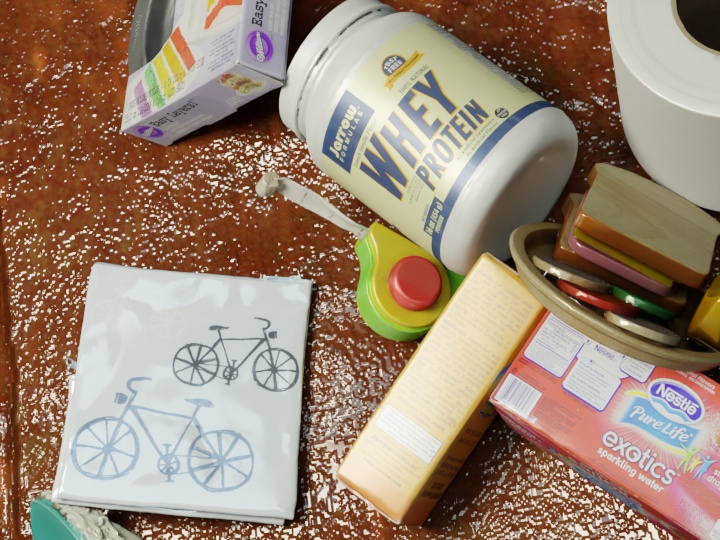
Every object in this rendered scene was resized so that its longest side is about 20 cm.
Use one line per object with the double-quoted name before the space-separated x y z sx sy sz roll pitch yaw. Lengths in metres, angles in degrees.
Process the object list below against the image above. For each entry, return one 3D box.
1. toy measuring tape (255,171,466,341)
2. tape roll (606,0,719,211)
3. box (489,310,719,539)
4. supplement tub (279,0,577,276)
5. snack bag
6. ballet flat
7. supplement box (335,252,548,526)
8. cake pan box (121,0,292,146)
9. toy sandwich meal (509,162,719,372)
"toy measuring tape" 0.000 0.000 1.269 0.199 0.074 0.074 29 79 -8
"tape roll" 0.286 -0.162 1.225 0.201 0.139 0.204 -6 61 11
"box" 0.203 0.114 1.189 0.199 0.096 0.100 32 83 21
"supplement tub" 0.050 -0.106 1.274 0.200 0.145 0.145 38 83 22
"snack bag" -0.136 0.091 1.298 0.187 0.021 0.202 4 70 -1
"ballet flat" -0.179 0.234 1.257 0.072 0.072 0.200 -46 50 -4
"supplement box" 0.067 0.089 1.231 0.069 0.066 0.201 33 92 20
"cake pan box" -0.122 -0.214 1.349 0.199 0.052 0.186 -18 60 53
"toy sandwich meal" 0.200 -0.004 1.184 0.204 0.205 0.071 32 113 21
